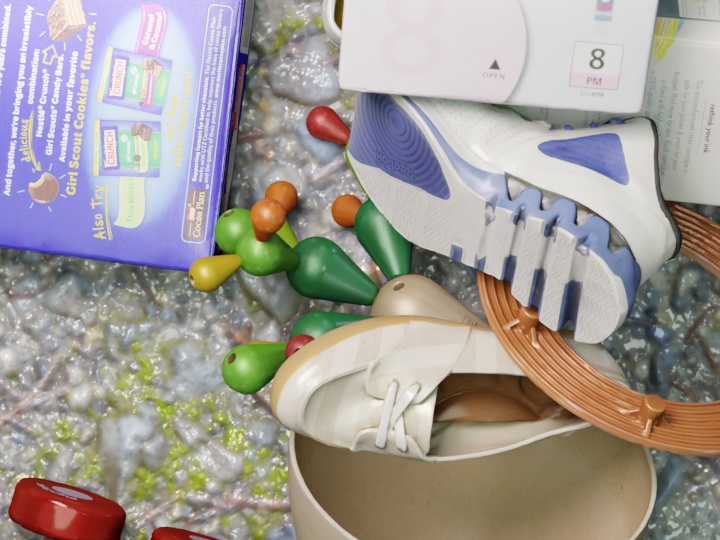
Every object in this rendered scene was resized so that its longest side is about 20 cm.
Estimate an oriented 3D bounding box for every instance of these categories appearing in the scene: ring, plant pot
[{"bbox_3d":[0.159,0.021,1.607,0.199,0.201,0.019,26,129,2],"label":"ring"},{"bbox_3d":[0.052,0.152,1.624,0.199,0.201,0.135,12,127,3],"label":"plant pot"}]

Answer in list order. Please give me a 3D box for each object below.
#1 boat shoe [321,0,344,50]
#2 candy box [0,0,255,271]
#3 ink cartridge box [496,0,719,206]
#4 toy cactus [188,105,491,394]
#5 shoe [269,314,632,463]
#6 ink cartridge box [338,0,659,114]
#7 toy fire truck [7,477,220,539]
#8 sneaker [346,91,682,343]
[{"bbox_3d":[0.058,-0.194,1.649,0.201,0.086,0.075,-36,89,4],"label":"boat shoe"},{"bbox_3d":[-0.168,-0.095,1.671,0.198,0.077,0.170,8,93,2],"label":"candy box"},{"bbox_3d":[0.175,-0.101,1.628,0.198,0.068,0.118,7,133,3],"label":"ink cartridge box"},{"bbox_3d":[0.000,0.000,1.626,0.164,0.200,0.103,28,130,-1],"label":"toy cactus"},{"bbox_3d":[0.051,0.063,1.567,0.199,0.053,0.070,-3,116,-20],"label":"shoe"},{"bbox_3d":[0.076,-0.183,1.513,0.161,0.057,0.201,5,122,-1],"label":"ink cartridge box"},{"bbox_3d":[-0.141,0.194,1.630,0.199,0.168,0.113,19,93,3],"label":"toy fire truck"},{"bbox_3d":[0.094,-0.048,1.589,0.199,0.115,0.081,38,137,23],"label":"sneaker"}]
